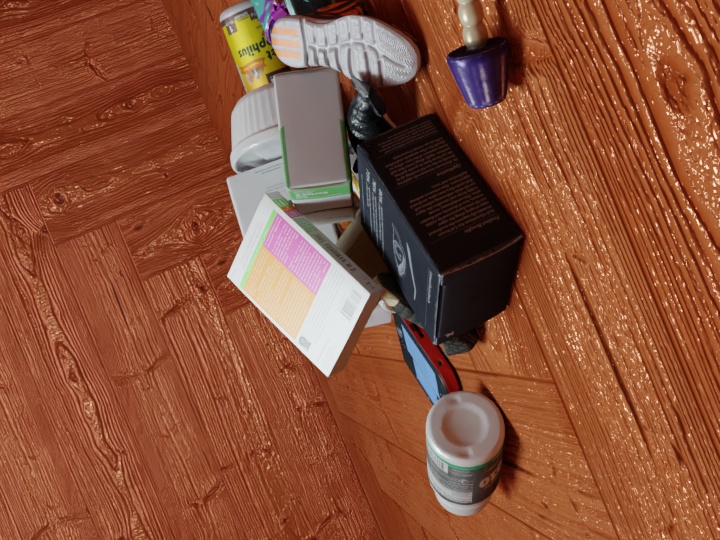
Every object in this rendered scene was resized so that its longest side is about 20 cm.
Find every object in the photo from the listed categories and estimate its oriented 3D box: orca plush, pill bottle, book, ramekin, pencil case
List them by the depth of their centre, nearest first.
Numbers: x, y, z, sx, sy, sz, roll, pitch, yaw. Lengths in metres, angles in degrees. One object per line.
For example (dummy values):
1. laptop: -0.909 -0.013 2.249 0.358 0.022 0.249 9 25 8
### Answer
1. orca plush: 0.019 -0.148 0.916 0.103 0.073 0.200 24 171 3
2. book: -0.073 0.015 0.947 0.200 0.048 0.135 43 124 24
3. pill bottle: 0.152 0.275 1.110 0.114 0.111 0.202 57 164 36
4. pencil case: -0.146 -0.451 1.162 0.203 0.084 0.092 63 -177 16
5. ramekin: -0.117 -0.226 1.203 0.202 0.197 0.097 126 131 -76
6. pill bottle: -0.166 -0.370 1.332 0.204 0.107 0.109 70 167 -14

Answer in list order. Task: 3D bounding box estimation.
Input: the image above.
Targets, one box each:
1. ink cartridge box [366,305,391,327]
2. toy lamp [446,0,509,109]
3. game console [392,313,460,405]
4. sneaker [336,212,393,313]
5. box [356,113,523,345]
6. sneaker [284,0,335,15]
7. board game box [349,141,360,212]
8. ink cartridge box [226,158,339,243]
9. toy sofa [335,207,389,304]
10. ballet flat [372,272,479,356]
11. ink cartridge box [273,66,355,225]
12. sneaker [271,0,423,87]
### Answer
1. ink cartridge box: -0.051 0.044 1.316 0.068 0.194 0.119 88 171 -61
2. toy lamp: 0.085 -0.237 0.623 0.058 0.057 0.204 -141 32 -64
3. game console: 0.113 0.171 1.285 0.179 0.030 0.201 81 162 -46
4. sneaker: 0.024 -0.033 1.184 0.202 0.076 0.073 56 -164 -8
5. box: 0.083 -0.046 0.857 0.202 0.102 0.149 59 165 29
6. sneaker: -0.082 -0.405 0.999 0.140 0.076 0.206 -125 26 -82
7. board game box: -0.010 -0.131 1.222 0.128 0.034 0.200 56 167 6
8. ink cartridge box: -0.109 -0.057 1.219 0.147 0.143 0.205 73 179 -79
9. toy sofa: 0.000 0.000 1.049 0.082 0.202 0.097 39 171 -18
10. ballet flat: 0.080 0.063 0.958 0.198 0.057 0.067 34 -153 -37
11. ink cartridge box: -0.055 -0.152 0.988 0.200 0.082 0.150 83 179 -80
12. sneaker: 0.000 -0.277 0.879 0.196 0.112 0.079 21 130 25
